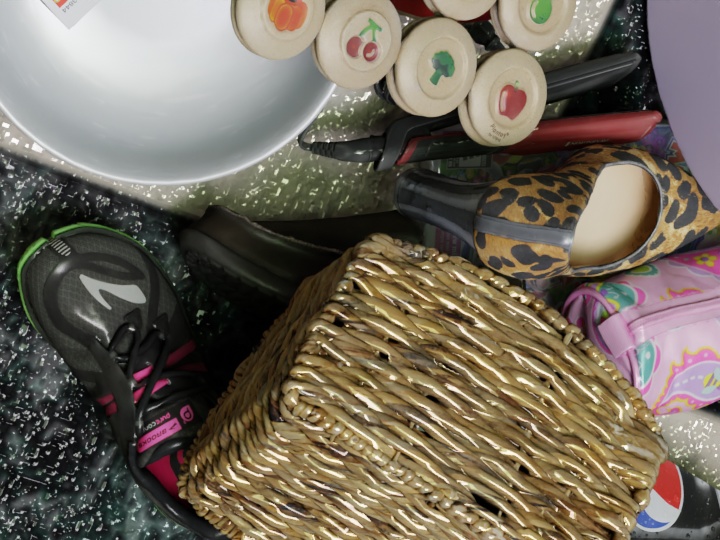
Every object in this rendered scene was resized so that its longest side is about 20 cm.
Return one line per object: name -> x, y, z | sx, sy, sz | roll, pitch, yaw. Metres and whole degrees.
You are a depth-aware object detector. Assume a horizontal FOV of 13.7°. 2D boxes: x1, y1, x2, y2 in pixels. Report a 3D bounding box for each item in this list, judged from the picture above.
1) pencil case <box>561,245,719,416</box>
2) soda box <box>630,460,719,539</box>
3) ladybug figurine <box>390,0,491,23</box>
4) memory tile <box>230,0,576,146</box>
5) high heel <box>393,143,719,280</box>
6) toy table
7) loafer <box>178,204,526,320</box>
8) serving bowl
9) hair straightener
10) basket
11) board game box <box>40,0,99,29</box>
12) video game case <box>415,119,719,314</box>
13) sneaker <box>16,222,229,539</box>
pencil case -> 0.210, 0.021, 1.628 | 0.199, 0.087, 0.088 | -16, 112, -21
soda box -> 0.131, 0.130, 1.642 | 0.200, 0.071, 0.064 | 30, 60, -36
ladybug figurine -> 0.037, -0.196, 1.525 | 0.200, 0.072, 0.136 | 25, 97, -26
memory tile -> 0.033, -0.154, 1.463 | 0.200, 0.017, 0.154 | 18, 91, -38
high heel -> 0.133, -0.022, 1.533 | 0.199, 0.142, 0.072 | 1, 100, -28
toy table -> 0.244, -0.103, 1.576 | 0.117, 0.184, 0.201 | -2, 64, -28
loafer -> 0.000, 0.000, 1.579 | 0.199, 0.073, 0.072 | 19, 80, -17
serving bowl -> -0.098, -0.146, 1.482 | 0.199, 0.066, 0.201 | 0, 110, 0
hair straightener -> 0.059, -0.094, 1.586 | 0.199, 0.041, 0.077 | -10, 73, -17
basket -> 0.033, 0.090, 1.511 | 0.200, 0.149, 0.143 | 34, 55, -9
board game box -> -0.140, -0.207, 1.386 | 0.126, 0.200, 0.035 | -43, 135, -2
video game case -> 0.124, -0.012, 1.648 | 0.199, 0.018, 0.144 | -2, 108, -20
sneaker -> -0.106, 0.058, 1.550 | 0.077, 0.084, 0.200 | -36, 116, -6
